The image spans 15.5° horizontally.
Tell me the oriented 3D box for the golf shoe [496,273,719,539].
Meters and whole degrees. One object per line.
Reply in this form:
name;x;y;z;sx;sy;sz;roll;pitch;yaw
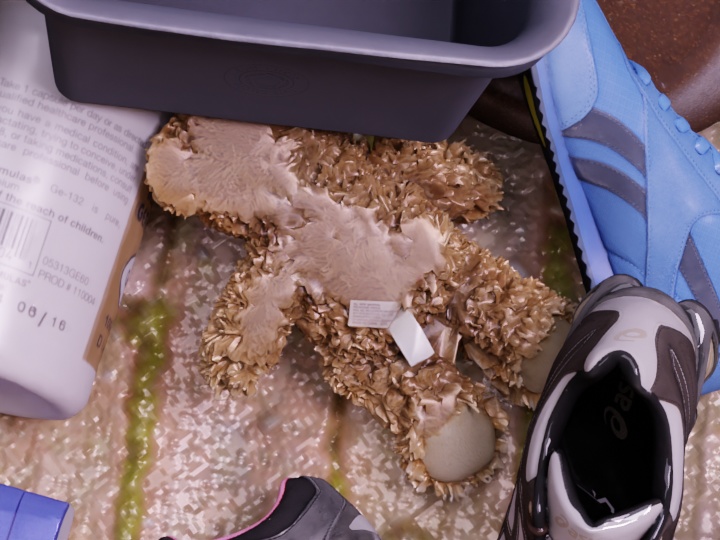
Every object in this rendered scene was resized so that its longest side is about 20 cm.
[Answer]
golf shoe;0.082;0.104;1.001;0.078;0.094;0.200;10;104;13

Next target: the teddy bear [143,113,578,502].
teddy bear;0.000;0.000;1.069;0.200;0.067;0.145;27;88;-6

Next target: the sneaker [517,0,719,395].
sneaker;0.112;-0.043;1.040;0.078;0.066;0.200;-19;110;4

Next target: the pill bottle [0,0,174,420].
pill bottle;-0.136;-0.050;1.068;0.114;0.114;0.200;15;76;7

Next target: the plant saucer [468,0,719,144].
plant saucer;0.085;-0.133;1.053;0.200;0.037;0.201;7;117;14

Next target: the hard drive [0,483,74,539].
hard drive;-0.231;0.131;1.071;0.200;0.025;0.132;15;77;7

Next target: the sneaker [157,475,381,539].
sneaker;-0.070;0.154;1.042;0.200;0.079;0.095;-34;54;-6

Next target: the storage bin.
storage bin;-0.030;-0.124;0.975;0.200;0.134;0.146;6;70;-7
